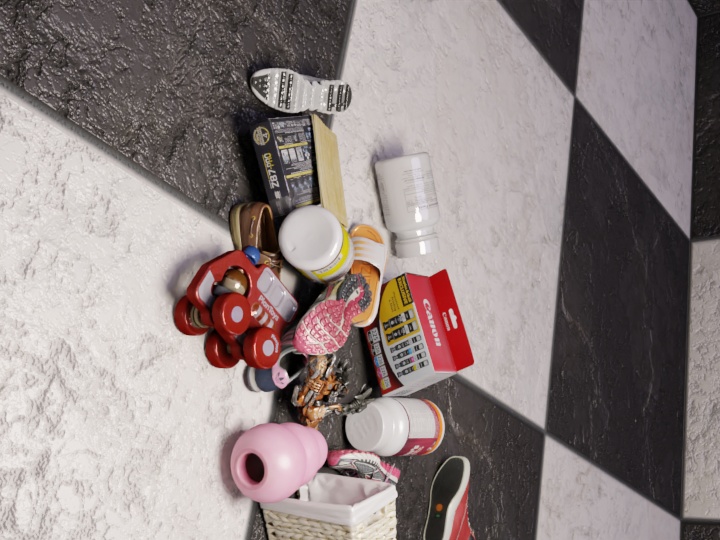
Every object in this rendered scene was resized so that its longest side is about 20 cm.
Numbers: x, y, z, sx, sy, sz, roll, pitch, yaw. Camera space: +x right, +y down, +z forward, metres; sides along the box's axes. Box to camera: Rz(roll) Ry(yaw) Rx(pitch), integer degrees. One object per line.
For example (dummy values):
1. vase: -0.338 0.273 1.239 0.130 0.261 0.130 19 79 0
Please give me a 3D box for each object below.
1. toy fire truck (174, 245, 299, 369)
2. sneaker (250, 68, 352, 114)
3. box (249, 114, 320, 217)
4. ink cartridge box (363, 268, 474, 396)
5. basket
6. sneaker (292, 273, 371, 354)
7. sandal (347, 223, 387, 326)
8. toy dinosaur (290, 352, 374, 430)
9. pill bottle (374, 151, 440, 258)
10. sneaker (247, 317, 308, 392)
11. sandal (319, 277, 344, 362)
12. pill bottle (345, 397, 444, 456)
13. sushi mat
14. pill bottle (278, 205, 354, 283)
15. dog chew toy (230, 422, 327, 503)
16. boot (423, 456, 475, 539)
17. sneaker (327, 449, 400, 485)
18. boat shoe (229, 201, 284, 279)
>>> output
1. toy fire truck: -0.188 0.054 1.526 0.200 0.111 0.169 54 48 -34
2. sneaker: -0.115 -0.324 1.740 0.198 0.081 0.076 5 107 -35
3. box: -0.114 -0.187 1.691 0.200 0.049 0.163 -29 105 -67
4. ink cartridge box: 0.101 0.113 1.819 0.084 0.175 0.202 8 60 -52
5. basket: -0.049 0.418 1.588 0.135 0.199 0.125 -12 98 -53
6. sneaker: -0.054 0.081 1.618 0.200 0.074 0.081 -43 108 -50
7. sandal: 0.008 0.000 1.811 0.059 0.078 0.209 69 22 -66
8. toy dinosaur: -0.066 0.215 1.657 0.135 0.200 0.103 -14 64 -33
9. pill bottle: 0.101 -0.131 1.953 0.114 0.114 0.202 -17 98 -53
10. sneaker: -0.109 0.144 1.647 0.200 0.081 0.071 -49 123 -49
11. sandal: -0.043 0.075 1.744 0.201 0.054 0.082 -80 152 -43
12. pill bottle: 0.066 0.297 1.832 0.199 0.109 0.111 12 75 -52
13. sushi mat: -0.056 -0.178 1.727 0.096 0.012 0.202 41 37 -57
14. pill bottle: -0.070 -0.040 1.664 0.200 0.108 0.110 52 37 -78
15. dog chew toy: -0.123 0.306 1.577 0.199 0.123 0.126 -1 85 -62
16. boot: 0.207 0.501 2.023 0.144 0.072 0.202 37 64 -44
17. sneaker: 0.009 0.378 1.767 0.200 0.080 0.075 37 58 -44
18. boat shoe: -0.165 -0.017 1.614 0.072 0.067 0.202 -16 97 -53
